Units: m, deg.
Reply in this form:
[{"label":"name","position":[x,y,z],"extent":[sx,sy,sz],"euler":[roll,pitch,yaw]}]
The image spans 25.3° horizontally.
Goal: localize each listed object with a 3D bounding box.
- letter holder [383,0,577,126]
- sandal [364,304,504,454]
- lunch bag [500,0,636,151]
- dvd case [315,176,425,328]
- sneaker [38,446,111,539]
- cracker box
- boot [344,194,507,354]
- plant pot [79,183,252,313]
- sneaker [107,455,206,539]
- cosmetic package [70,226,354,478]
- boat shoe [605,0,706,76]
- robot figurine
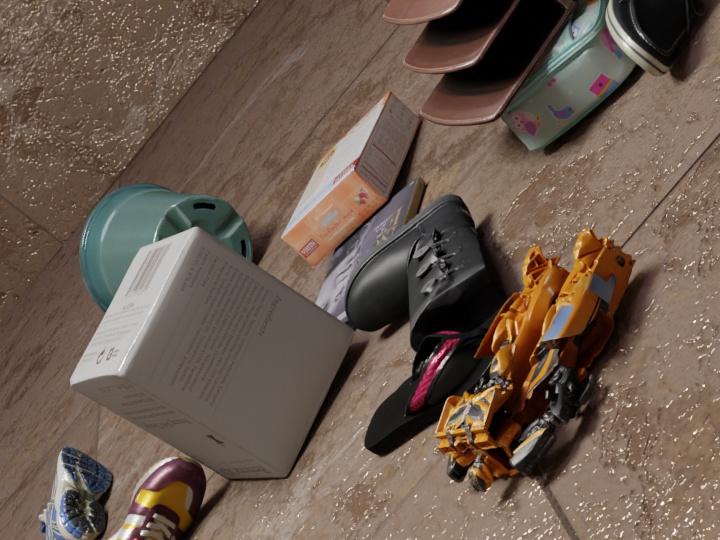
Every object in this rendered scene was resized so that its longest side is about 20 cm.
[{"label":"letter holder","position":[0.091,-0.221,1.518],"extent":[0.143,0.100,0.200],"euler":[-57,19,-5]},{"label":"sandal","position":[0.058,0.087,1.331],"extent":[0.200,0.045,0.075],"euler":[-40,20,35]},{"label":"lunch bag","position":[0.201,-0.219,1.530],"extent":[0.160,0.077,0.201],"euler":[-41,20,33]},{"label":"dvd case","position":[0.000,0.000,1.721],"extent":[0.148,0.016,0.201],"euler":[-39,21,37]},{"label":"sneaker","position":[-0.365,0.291,1.994],"extent":[0.085,0.077,0.200],"euler":[-51,16,15]},{"label":"cracker box","position":[-0.009,-0.108,1.874],"extent":[0.134,0.058,0.201],"euler":[-41,14,33]},{"label":"boot","position":[0.053,0.028,1.454],"extent":[0.165,0.065,0.200],"euler":[-49,21,15]},{"label":"plant pot","position":[-0.253,-0.022,2.167],"extent":[0.201,0.200,0.195],"euler":[-57,25,-18]},{"label":"sneaker","position":[-0.220,0.285,1.640],"extent":[0.201,0.074,0.090],"euler":[-55,24,13]},{"label":"cosmetic package","position":[-0.148,0.086,1.591],"extent":[0.167,0.199,0.168],"euler":[-16,44,62]},{"label":"boat shoe","position":[0.265,-0.240,1.414],"extent":[0.062,0.074,0.201],"euler":[-46,11,38]},{"label":"robot figurine","position":[0.122,0.069,1.176],"extent":[0.201,0.058,0.145],"euler":[-59,17,-24]}]
